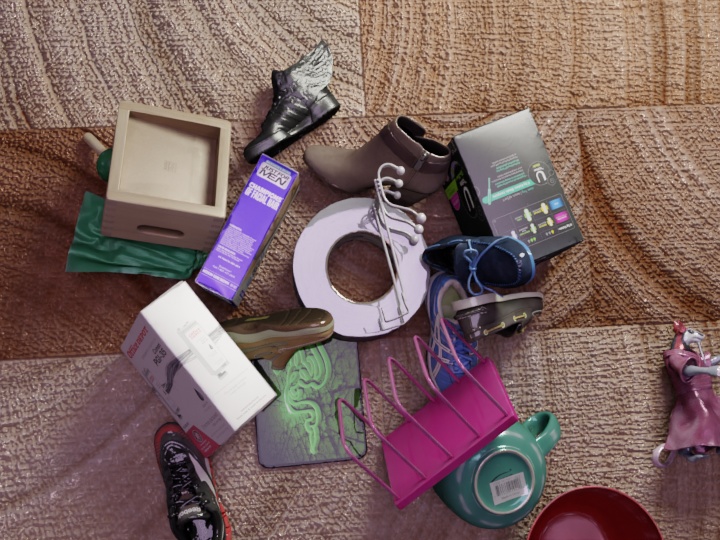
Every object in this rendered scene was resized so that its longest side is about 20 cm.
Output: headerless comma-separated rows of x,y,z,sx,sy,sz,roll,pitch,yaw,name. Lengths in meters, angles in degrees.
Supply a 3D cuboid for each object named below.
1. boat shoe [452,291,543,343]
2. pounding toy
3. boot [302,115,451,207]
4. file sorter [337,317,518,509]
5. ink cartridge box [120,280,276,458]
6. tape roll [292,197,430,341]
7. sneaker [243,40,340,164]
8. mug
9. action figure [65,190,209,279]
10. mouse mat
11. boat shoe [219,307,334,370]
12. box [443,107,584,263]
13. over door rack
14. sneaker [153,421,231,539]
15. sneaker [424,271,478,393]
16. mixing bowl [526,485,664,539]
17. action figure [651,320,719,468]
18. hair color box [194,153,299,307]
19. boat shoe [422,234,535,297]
0.198,0.065,1.218,0.200,0.071,0.061,-2,78,-49,boat shoe
-0.294,-0.135,1.216,0.197,0.142,0.186,8,61,-17,pounding toy
0.029,-0.166,1.237,0.198,0.147,0.071,23,53,-9,boot
0.080,0.181,1.154,0.200,0.139,0.125,-40,113,13,file sorter
-0.224,0.136,1.178,0.083,0.147,0.201,-37,86,-36,ink cartridge box
0.000,0.000,1.255,0.197,0.066,0.203,1,81,-4,tape roll
-0.109,-0.249,1.288,0.199,0.060,0.105,-34,87,-13,sneaker
0.185,0.260,1.194,0.151,0.114,0.187,28,88,-12,mug
-0.308,-0.032,1.248,0.197,0.055,0.120,13,80,-9,action figure
-0.076,0.178,1.259,0.159,0.008,0.203,-5,82,-4,mouse mat
-0.115,0.100,1.208,0.198,0.071,0.077,-7,104,35,boat shoe
0.207,-0.100,1.242,0.123,0.149,0.202,-21,85,-8,box
0.053,-0.026,1.157,0.066,0.148,0.203,-3,81,0,over door rack
-0.233,0.303,1.187,0.070,0.098,0.203,-21,83,-4,sneaker
0.131,0.100,1.248,0.075,0.077,0.203,-11,87,-7,sneaker
0.309,0.397,1.205,0.197,0.108,0.203,1,82,-4,mixing bowl
0.485,0.172,1.270,0.148,0.133,0.202,-28,67,35,action figure
-0.157,-0.053,1.232,0.064,0.109,0.202,25,82,0,hair color box
0.152,-0.004,1.154,0.068,0.199,0.085,-13,96,-25,boat shoe
